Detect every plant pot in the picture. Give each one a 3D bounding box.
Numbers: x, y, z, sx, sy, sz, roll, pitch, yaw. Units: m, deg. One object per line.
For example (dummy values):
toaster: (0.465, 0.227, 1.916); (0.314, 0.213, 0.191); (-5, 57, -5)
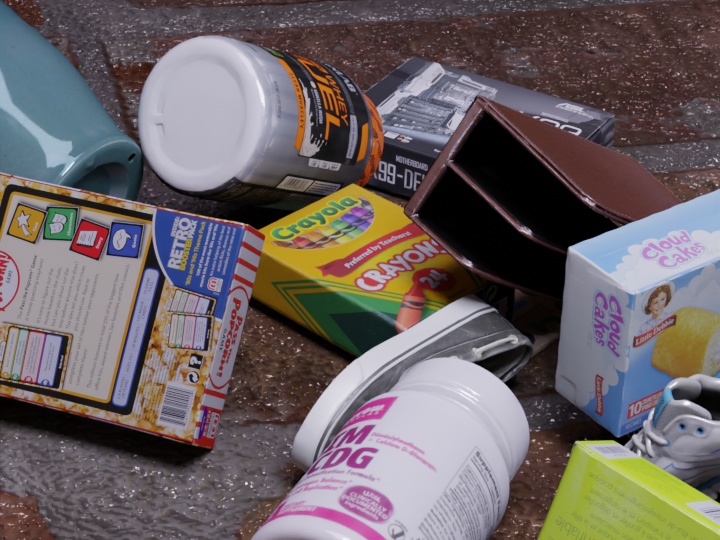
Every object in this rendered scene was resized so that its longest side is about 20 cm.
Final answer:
plant pot: (-0.275, -0.088, 1.467); (0.188, 0.200, 0.200); (35, 42, 19)

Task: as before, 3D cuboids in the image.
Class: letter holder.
letter holder: (0.156, -0.024, 1.380); (0.200, 0.101, 0.142); (15, 24, -49)

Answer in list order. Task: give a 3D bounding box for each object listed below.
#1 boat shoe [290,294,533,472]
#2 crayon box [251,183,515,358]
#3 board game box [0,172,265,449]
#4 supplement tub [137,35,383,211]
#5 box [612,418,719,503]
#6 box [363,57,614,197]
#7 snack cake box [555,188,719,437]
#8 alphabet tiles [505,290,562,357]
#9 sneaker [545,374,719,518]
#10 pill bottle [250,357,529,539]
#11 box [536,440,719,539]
boat shoe: (0.038, 0.083, 1.313); (0.064, 0.071, 0.200); (36, 51, 26)
crayon box: (0.000, 0.000, 1.450); (0.200, 0.051, 0.127); (27, 40, 34)
board game box: (-0.180, 0.025, 1.324); (0.200, 0.152, 0.046); (13, -6, 15)
supplement tub: (-0.071, -0.110, 1.512); (0.122, 0.123, 0.200); (22, 9, 28)
box: (0.283, 0.105, 1.323); (0.200, 0.044, 0.160); (-10, 34, -19)
box: (0.092, -0.108, 1.639); (0.200, 0.050, 0.158); (19, 36, 25)
snack cake box: (0.228, 0.018, 1.307); (0.200, 0.115, 0.067); (-21, 40, -31)
alphabet tiles: (0.074, 0.009, 1.495); (0.200, 0.008, 0.167); (26, 39, 31)
sneaker: (0.192, 0.108, 1.205); (0.200, 0.087, 0.075); (-31, 35, 17)
pill bottle: (0.021, 0.144, 1.175); (0.113, 0.114, 0.200); (16, 36, 21)
box: (0.133, 0.206, 1.038); (0.122, 0.200, 0.048); (30, 17, 37)
